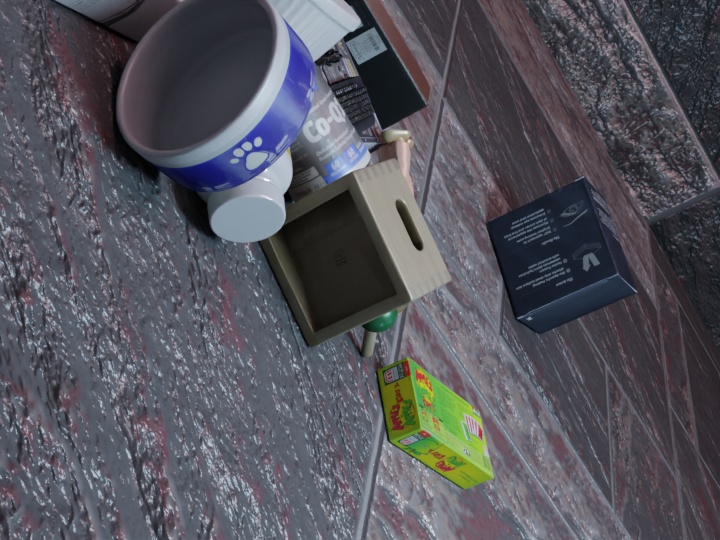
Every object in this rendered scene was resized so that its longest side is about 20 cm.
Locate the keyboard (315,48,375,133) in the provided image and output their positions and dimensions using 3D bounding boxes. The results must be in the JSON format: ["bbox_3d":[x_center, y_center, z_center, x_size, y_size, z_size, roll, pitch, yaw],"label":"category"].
[{"bbox_3d":[-0.031,-0.242,1.778,0.128,0.021,0.200,63,22,-6],"label":"keyboard"}]

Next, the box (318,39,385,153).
[{"bbox_3d":[-0.045,-0.259,1.856,0.201,0.048,0.158,67,21,3],"label":"box"}]

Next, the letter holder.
[{"bbox_3d":[0.019,-0.337,2.023,0.201,0.100,0.142,57,21,-19],"label":"letter holder"}]

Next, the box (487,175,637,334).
[{"bbox_3d":[0.354,-0.024,2.323,0.117,0.196,0.201,31,39,-56],"label":"box"}]

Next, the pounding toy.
[{"bbox_3d":[0.000,0.000,1.535,0.142,0.183,0.201,-25,89,-56],"label":"pounding toy"}]

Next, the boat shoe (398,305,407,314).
[{"bbox_3d":[0.020,0.007,1.693,0.200,0.066,0.074,28,41,-57],"label":"boat shoe"}]

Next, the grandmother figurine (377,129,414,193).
[{"bbox_3d":[0.057,-0.090,1.856,0.121,0.060,0.202,39,46,-67],"label":"grandmother figurine"}]

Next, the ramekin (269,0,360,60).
[{"bbox_3d":[-0.104,-0.351,1.686,0.202,0.094,0.202,40,12,-10],"label":"ramekin"}]

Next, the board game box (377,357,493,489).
[{"bbox_3d":[0.098,0.199,1.692,0.200,0.047,0.102,39,32,-49],"label":"board game box"}]

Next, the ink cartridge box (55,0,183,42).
[{"bbox_3d":[-0.258,-0.337,1.403,0.200,0.084,0.147,15,53,-61],"label":"ink cartridge box"}]

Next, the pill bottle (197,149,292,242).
[{"bbox_3d":[-0.132,-0.135,1.435,0.111,0.111,0.201,39,33,-48],"label":"pill bottle"}]

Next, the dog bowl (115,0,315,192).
[{"bbox_3d":[-0.147,-0.183,1.334,0.079,0.199,0.201,42,31,-49],"label":"dog bowl"}]

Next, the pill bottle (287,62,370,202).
[{"bbox_3d":[-0.084,-0.192,1.606,0.201,0.113,0.114,57,23,-18],"label":"pill bottle"}]
